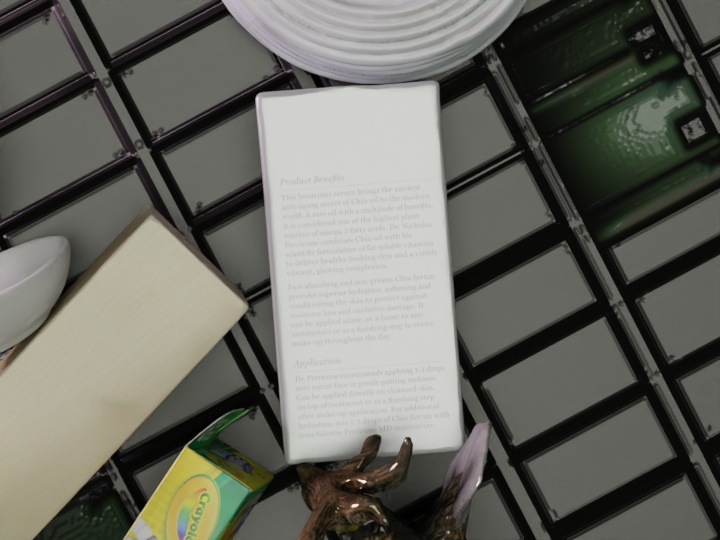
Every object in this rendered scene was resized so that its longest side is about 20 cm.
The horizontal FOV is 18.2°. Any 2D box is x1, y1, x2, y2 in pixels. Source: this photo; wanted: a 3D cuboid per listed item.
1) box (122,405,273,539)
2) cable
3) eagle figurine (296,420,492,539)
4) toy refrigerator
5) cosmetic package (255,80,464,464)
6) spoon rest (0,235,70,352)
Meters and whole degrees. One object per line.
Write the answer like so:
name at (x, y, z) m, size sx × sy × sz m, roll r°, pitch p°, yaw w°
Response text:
box at (-0.109, 0.163, 1.218) m, size 0.048 × 0.117 × 0.201 m, roll 32°, pitch 91°, yaw 4°
cable at (0.009, -0.202, 1.232) m, size 0.200 × 0.069 × 0.200 m, roll -42°, pitch 93°, yaw 0°
eagle figurine at (0.029, 0.190, 1.187) m, size 0.152 × 0.150 × 0.201 m, roll -43°, pitch 107°, yaw -43°
toy refrigerator at (-0.157, 0.063, 1.240) m, size 0.076 × 0.070 × 0.200 m, roll 43°, pitch 91°, yaw -10°
cosmetic package at (0.000, 0.000, 1.238) m, size 0.101 × 0.071 × 0.202 m, roll -4°, pitch 93°, yaw 0°
spoon rest at (-0.231, 0.037, 1.191) m, size 0.200 × 0.099 × 0.061 m, roll -45°, pitch 115°, yaw -34°
